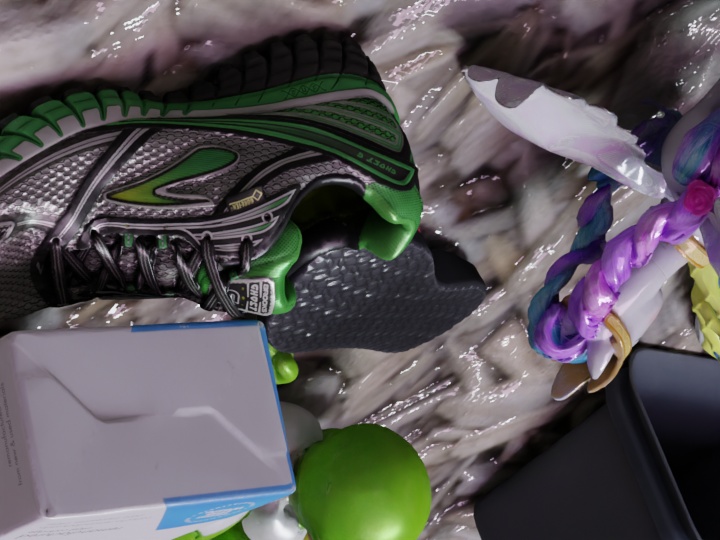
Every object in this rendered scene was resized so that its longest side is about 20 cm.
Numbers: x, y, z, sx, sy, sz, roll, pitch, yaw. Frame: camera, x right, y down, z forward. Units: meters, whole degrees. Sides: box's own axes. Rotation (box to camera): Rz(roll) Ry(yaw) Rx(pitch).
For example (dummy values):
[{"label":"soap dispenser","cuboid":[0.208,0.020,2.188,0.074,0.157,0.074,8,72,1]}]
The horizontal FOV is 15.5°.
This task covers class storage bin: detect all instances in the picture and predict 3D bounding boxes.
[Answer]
[{"label":"storage bin","cuboid":[0.165,0.141,1.393,0.134,0.146,0.199,-35,154,30]}]

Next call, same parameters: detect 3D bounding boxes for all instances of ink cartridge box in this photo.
[{"label":"ink cartridge box","cuboid":[-0.132,0.080,0.984,0.116,0.068,0.200,-2,164,-42]}]

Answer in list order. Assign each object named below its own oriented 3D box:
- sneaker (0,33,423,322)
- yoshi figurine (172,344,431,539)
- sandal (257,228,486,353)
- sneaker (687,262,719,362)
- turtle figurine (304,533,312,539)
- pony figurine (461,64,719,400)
[{"label":"sneaker","cuboid":[-0.067,-0.020,0.943,0.199,0.085,0.078,-19,150,-20]},{"label":"yoshi figurine","cuboid":[-0.042,0.089,1.126,0.199,0.112,0.113,5,129,-53]},{"label":"sandal","cuboid":[0.000,0.000,1.099,0.075,0.045,0.200,-31,167,11]},{"label":"sneaker","cuboid":[0.211,0.038,1.289,0.076,0.105,0.200,-34,152,6]},{"label":"turtle figurine","cuboid":[-0.079,0.171,1.263,0.161,0.064,0.201,-24,144,-30]},{"label":"pony figurine","cuboid":[0.142,-0.039,1.077,0.200,0.166,0.193,-44,161,-7]}]
